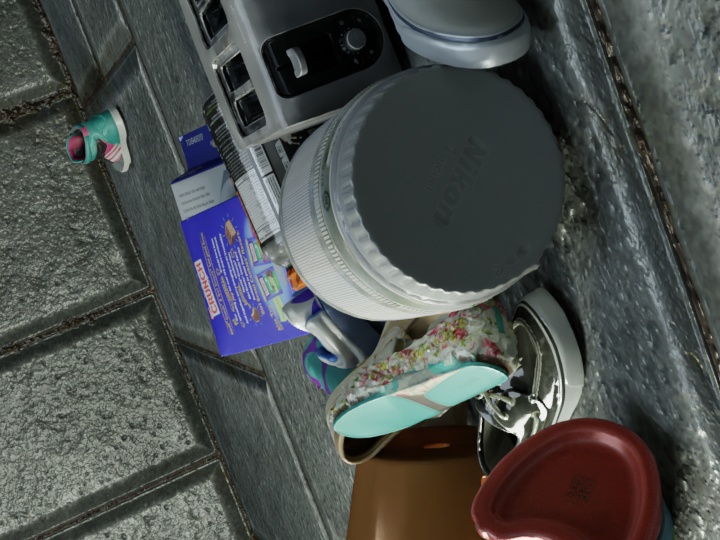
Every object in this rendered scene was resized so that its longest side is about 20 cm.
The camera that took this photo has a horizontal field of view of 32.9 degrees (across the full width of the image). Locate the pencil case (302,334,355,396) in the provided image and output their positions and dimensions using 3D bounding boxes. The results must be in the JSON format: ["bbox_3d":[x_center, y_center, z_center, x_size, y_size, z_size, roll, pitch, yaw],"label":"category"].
[{"bbox_3d":[0.011,0.137,1.309,0.200,0.085,0.093,47,138,51],"label":"pencil case"}]

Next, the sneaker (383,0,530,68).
[{"bbox_3d":[0.041,-0.198,0.783,0.200,0.073,0.071,51,161,44],"label":"sneaker"}]

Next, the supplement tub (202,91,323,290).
[{"bbox_3d":[-0.060,-0.091,1.164,0.201,0.122,0.123,66,164,3],"label":"supplement tub"}]

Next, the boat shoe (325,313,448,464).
[{"bbox_3d":[0.041,0.085,1.010,0.200,0.073,0.069,-55,22,26],"label":"boat shoe"}]

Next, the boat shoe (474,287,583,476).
[{"bbox_3d":[0.123,0.096,0.931,0.071,0.063,0.201,54,158,38],"label":"boat shoe"}]

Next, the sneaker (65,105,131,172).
[{"bbox_3d":[-0.534,-0.247,2.477,0.084,0.120,0.200,60,163,22],"label":"sneaker"}]

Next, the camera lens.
[{"bbox_3d":[0.035,-0.049,0.844,0.161,0.159,0.200,67,164,-1],"label":"camera lens"}]

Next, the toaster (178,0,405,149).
[{"bbox_3d":[-0.067,-0.210,1.028,0.182,0.118,0.200,70,163,-6],"label":"toaster"}]

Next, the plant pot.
[{"bbox_3d":[0.071,0.219,1.074,0.200,0.199,0.141,-172,76,-71],"label":"plant pot"}]

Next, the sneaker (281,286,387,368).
[{"bbox_3d":[0.000,0.000,1.032,0.081,0.146,0.201,-115,9,-52],"label":"sneaker"}]

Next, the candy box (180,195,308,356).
[{"bbox_3d":[-0.105,-0.006,1.368,0.199,0.077,0.170,-17,91,50],"label":"candy box"}]

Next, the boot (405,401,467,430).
[{"bbox_3d":[0.042,0.091,1.201,0.144,0.070,0.202,-144,38,-72],"label":"boot"}]

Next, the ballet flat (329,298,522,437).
[{"bbox_3d":[0.049,0.075,0.924,0.200,0.075,0.064,-29,47,46],"label":"ballet flat"}]

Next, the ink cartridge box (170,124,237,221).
[{"bbox_3d":[-0.162,-0.086,1.497,0.199,0.040,0.201,-14,94,53],"label":"ink cartridge box"}]

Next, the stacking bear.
[{"bbox_3d":[0.170,0.208,0.859,0.121,0.114,0.201,13,142,34],"label":"stacking bear"}]
